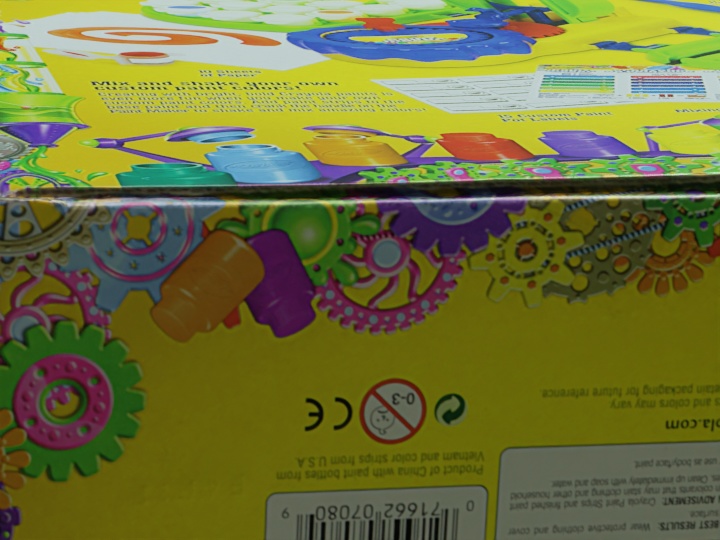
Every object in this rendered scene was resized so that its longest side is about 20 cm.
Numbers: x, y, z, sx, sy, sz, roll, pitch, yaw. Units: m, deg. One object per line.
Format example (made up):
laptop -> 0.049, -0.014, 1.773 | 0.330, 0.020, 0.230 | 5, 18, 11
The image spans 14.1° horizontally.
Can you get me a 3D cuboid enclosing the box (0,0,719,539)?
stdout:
box -> 0.020, 0.018, 0.523 | 0.200, 0.122, 0.193 | -1, 17, -13
